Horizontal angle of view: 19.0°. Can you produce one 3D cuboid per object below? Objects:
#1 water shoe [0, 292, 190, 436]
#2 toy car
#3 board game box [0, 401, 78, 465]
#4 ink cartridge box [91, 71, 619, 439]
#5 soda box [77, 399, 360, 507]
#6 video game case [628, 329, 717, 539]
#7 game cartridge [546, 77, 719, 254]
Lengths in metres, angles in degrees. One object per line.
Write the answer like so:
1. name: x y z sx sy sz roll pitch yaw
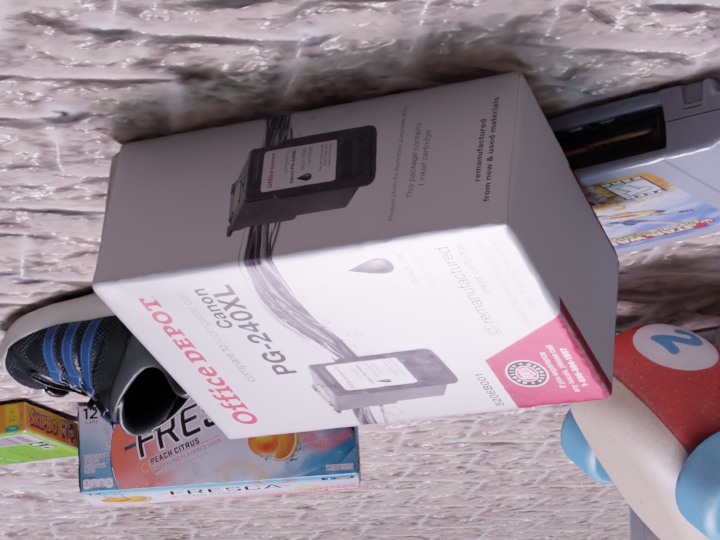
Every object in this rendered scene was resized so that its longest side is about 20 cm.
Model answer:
1. water shoe: -0.145 0.057 1.231 0.071 0.080 0.199 9 160 -38
2. toy car: 0.232 0.065 1.289 0.200 0.184 0.177 -42 136 -8
3. board game box: -0.307 0.126 1.549 0.198 0.030 0.095 -11 162 17
4. ink cartridge box: 0.000 0.000 0.965 0.198 0.084 0.145 -9 144 23
5. soda box: -0.100 0.126 1.527 0.198 0.064 0.068 -4 165 0
6. video game case: 0.265 0.118 1.356 0.198 0.184 0.022 -10 151 24
7. game cartridge: 0.116 -0.040 1.024 0.198 0.042 0.133 -13 158 31
